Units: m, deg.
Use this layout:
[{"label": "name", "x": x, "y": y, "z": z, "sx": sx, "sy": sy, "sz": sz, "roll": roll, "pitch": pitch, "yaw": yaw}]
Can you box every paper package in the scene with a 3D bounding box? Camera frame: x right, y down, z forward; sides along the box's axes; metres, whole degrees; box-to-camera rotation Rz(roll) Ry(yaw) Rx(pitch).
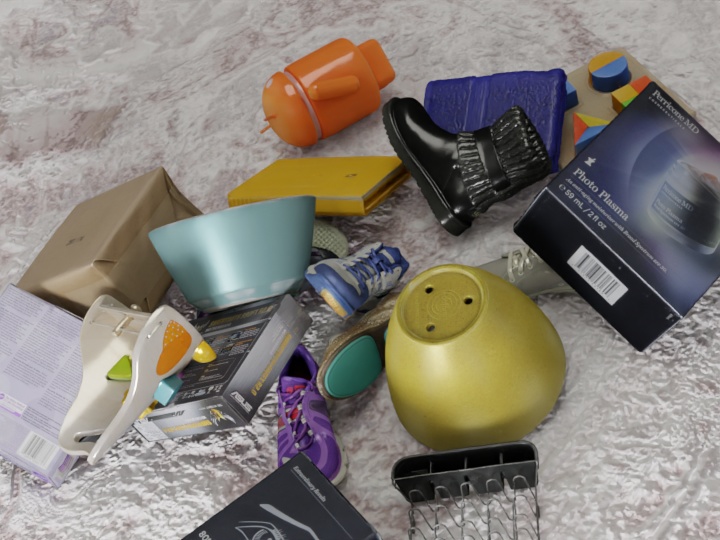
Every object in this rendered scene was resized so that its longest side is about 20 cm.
[{"label": "paper package", "x": -0.318, "y": -0.016, "z": 1.760, "sx": 0.199, "sy": 0.104, "sz": 0.191, "roll": -18, "pitch": 34, "yaw": 43}]

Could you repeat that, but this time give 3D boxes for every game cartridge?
[{"label": "game cartridge", "x": -0.054, "y": -0.109, "z": 1.808, "sx": 0.199, "sy": 0.033, "sz": 0.176, "roll": 0, "pitch": 21, "yaw": 24}]

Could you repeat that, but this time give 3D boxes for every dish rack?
[{"label": "dish rack", "x": 0.108, "y": 0.268, "z": 1.368, "sx": 0.152, "sy": 0.055, "sz": 0.201, "roll": -10, "pitch": 43, "yaw": 13}]

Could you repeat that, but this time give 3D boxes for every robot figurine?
[{"label": "robot figurine", "x": -0.052, "y": -0.247, "z": 1.934, "sx": 0.199, "sy": 0.117, "sz": 0.144, "roll": -30, "pitch": 42, "yaw": -10}]

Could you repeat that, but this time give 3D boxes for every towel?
[{"label": "towel", "x": 0.170, "y": -0.183, "z": 1.795, "sx": 0.199, "sy": 0.049, "sz": 0.149, "roll": -2, "pitch": 70, "yaw": 31}]

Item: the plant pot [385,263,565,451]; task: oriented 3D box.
[{"label": "plant pot", "x": 0.106, "y": 0.075, "z": 1.483, "sx": 0.199, "sy": 0.142, "sz": 0.201, "roll": -12, "pitch": 52, "yaw": 16}]

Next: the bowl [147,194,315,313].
[{"label": "bowl", "x": -0.137, "y": -0.014, "z": 1.609, "sx": 0.199, "sy": 0.106, "sz": 0.201, "roll": -14, "pitch": -1, "yaw": 0}]

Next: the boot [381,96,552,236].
[{"label": "boot", "x": 0.133, "y": -0.165, "z": 1.726, "sx": 0.158, "sy": 0.079, "sz": 0.212, "roll": -38, "pitch": 69, "yaw": 23}]

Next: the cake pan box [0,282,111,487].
[{"label": "cake pan box", "x": -0.385, "y": 0.134, "z": 1.651, "sx": 0.199, "sy": 0.052, "sz": 0.185, "roll": 24, "pitch": 69, "yaw": 16}]

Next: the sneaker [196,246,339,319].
[{"label": "sneaker", "x": -0.114, "y": 0.033, "z": 1.711, "sx": 0.199, "sy": 0.074, "sz": 0.088, "roll": -13, "pitch": 54, "yaw": 23}]

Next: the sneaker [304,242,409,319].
[{"label": "sneaker", "x": 0.000, "y": 0.000, "z": 1.597, "sx": 0.088, "sy": 0.200, "sz": 0.075, "roll": -40, "pitch": 84, "yaw": 12}]

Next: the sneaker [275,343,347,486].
[{"label": "sneaker", "x": -0.068, "y": 0.163, "z": 1.530, "sx": 0.080, "sy": 0.084, "sz": 0.201, "roll": -18, "pitch": 42, "yaw": 4}]

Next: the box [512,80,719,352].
[{"label": "box", "x": 0.312, "y": -0.061, "z": 1.515, "sx": 0.200, "sy": 0.123, "sz": 0.198, "roll": 44, "pitch": 66, "yaw": 6}]

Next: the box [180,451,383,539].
[{"label": "box", "x": -0.084, "y": 0.303, "z": 1.371, "sx": 0.199, "sy": 0.105, "sz": 0.148, "roll": -33, "pitch": 43, "yaw": -14}]

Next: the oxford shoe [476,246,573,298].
[{"label": "oxford shoe", "x": 0.195, "y": -0.003, "z": 1.608, "sx": 0.199, "sy": 0.058, "sz": 0.076, "roll": -11, "pitch": 45, "yaw": 14}]

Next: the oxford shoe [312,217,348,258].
[{"label": "oxford shoe", "x": -0.110, "y": -0.030, "z": 1.774, "sx": 0.198, "sy": 0.058, "sz": 0.076, "roll": -1, "pitch": 72, "yaw": 12}]

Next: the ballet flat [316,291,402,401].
[{"label": "ballet flat", "x": 0.006, "y": 0.085, "z": 1.590, "sx": 0.065, "sy": 0.071, "sz": 0.200, "roll": 9, "pitch": 31, "yaw": 43}]

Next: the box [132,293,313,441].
[{"label": "box", "x": -0.164, "y": 0.113, "z": 1.592, "sx": 0.199, "sy": 0.048, "sz": 0.159, "roll": -16, "pitch": 33, "yaw": 46}]

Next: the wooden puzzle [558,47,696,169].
[{"label": "wooden puzzle", "x": 0.306, "y": -0.216, "z": 1.807, "sx": 0.184, "sy": 0.046, "sz": 0.200, "roll": -28, "pitch": 41, "yaw": -7}]

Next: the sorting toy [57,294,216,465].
[{"label": "sorting toy", "x": -0.267, "y": 0.131, "z": 1.550, "sx": 0.181, "sy": 0.107, "sz": 0.200, "roll": -57, "pitch": 26, "yaw": -15}]
